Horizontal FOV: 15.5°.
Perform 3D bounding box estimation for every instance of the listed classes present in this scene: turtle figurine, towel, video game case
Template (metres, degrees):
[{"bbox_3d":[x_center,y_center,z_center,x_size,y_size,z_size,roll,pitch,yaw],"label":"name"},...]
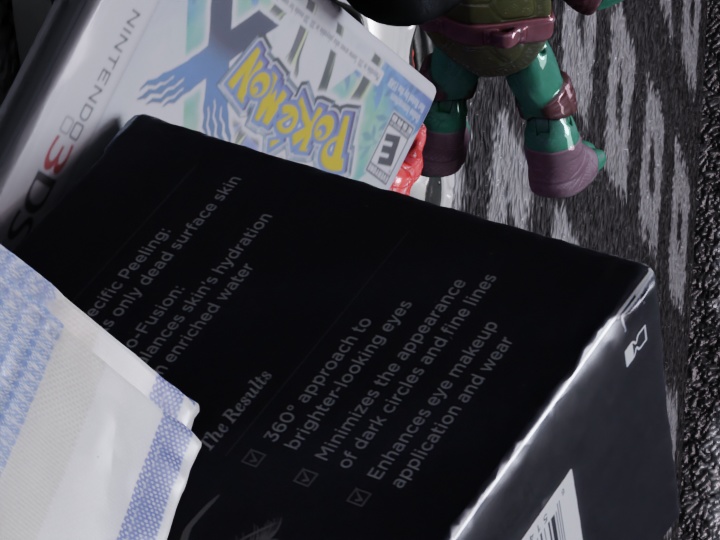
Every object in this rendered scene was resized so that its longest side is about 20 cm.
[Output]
[{"bbox_3d":[0.065,-0.133,1.219,0.101,0.150,0.200,-38,140,-41],"label":"turtle figurine"},{"bbox_3d":[-0.132,0.035,0.667,0.200,0.024,0.147,40,43,-22],"label":"towel"},{"bbox_3d":[-0.062,-0.023,0.931,0.200,0.022,0.182,34,81,-56],"label":"video game case"}]

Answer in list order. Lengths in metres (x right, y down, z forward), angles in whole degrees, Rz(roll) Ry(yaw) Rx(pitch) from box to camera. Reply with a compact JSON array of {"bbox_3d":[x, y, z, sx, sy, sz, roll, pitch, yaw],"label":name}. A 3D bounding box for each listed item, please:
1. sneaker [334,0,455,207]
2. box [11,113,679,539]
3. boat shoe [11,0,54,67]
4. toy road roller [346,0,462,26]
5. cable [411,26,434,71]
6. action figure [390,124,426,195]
[{"bbox_3d":[-0.005,-0.083,1.331,0.080,0.074,0.200,-47,134,-49],"label":"sneaker"},{"bbox_3d":[-0.035,0.074,0.809,0.197,0.200,0.117,-50,145,-34],"label":"box"},{"bbox_3d":[-0.084,-0.051,0.990,0.071,0.064,0.200,-71,159,-50],"label":"boat shoe"},{"bbox_3d":[-0.012,-0.195,0.938,0.146,0.200,0.123,-54,157,-13],"label":"toy road roller"},{"bbox_3d":[0.012,-0.167,1.343,0.200,0.050,0.097,82,-10,-48],"label":"cable"},{"bbox_3d":[-0.006,-0.051,1.145,0.200,0.065,0.052,-75,180,-87],"label":"action figure"}]
